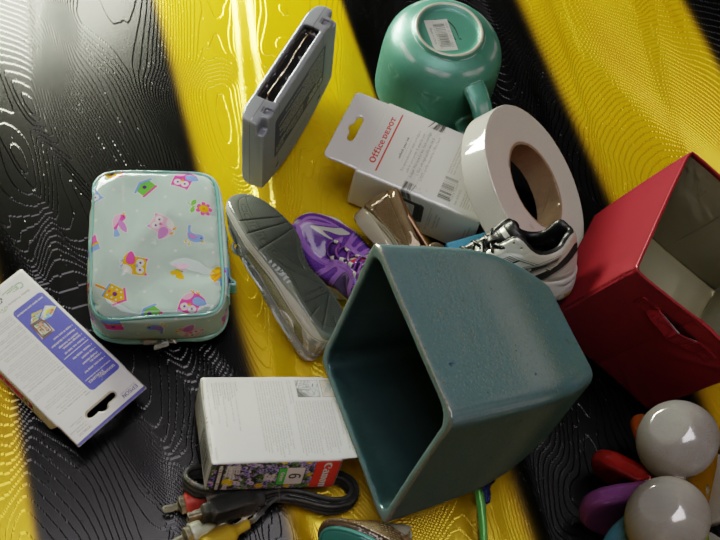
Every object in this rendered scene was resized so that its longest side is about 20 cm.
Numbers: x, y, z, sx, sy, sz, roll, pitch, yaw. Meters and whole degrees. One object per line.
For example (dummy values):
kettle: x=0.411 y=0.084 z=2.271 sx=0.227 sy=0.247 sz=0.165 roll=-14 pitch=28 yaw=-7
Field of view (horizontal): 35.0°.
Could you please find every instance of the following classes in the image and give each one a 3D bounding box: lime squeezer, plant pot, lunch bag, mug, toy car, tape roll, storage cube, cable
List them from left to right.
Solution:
lunch bag: x=-0.217 y=-0.012 z=1.252 sx=0.159 sy=0.077 sz=0.202 roll=0 pitch=60 yaw=-11
cable: x=-0.104 y=0.233 z=1.161 sx=0.198 sy=0.051 sz=0.097 roll=-7 pitch=43 yaw=-27
mug: x=0.113 y=-0.256 z=1.427 sx=0.184 sy=0.115 sz=0.153 roll=29 pitch=59 yaw=8
lime squeezer: x=0.097 y=0.202 z=1.182 sx=0.070 sy=0.038 sz=0.201 roll=-32 pitch=65 yaw=-6
plant pot: x=0.104 y=0.101 z=1.116 sx=0.198 sy=0.196 sz=0.198 roll=-5 pitch=54 yaw=-26
tape roll: x=0.190 y=-0.093 z=1.322 sx=0.202 sy=0.037 sz=0.205 roll=28 pitch=51 yaw=-41
toy car: x=0.297 y=0.236 z=1.160 sx=0.149 sy=0.175 sz=0.201 roll=-3 pitch=53 yaw=30
storage cube: x=0.337 y=0.015 z=1.243 sx=0.170 sy=0.180 sz=0.201 roll=38 pitch=58 yaw=-8

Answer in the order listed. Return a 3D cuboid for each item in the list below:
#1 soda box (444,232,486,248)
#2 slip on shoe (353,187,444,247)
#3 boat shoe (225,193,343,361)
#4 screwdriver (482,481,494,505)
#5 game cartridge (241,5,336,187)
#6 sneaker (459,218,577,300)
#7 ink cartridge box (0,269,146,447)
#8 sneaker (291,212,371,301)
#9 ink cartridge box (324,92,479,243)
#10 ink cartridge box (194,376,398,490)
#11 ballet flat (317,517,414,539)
soda box: x=0.156 y=0.059 z=1.279 sx=0.067 sy=0.064 sz=0.201 roll=-14 pitch=62 yaw=-17
slip on shoe: x=0.072 y=-0.006 z=1.279 sx=0.060 sy=0.076 sz=0.201 roll=-40 pitch=67 yaw=6
boat shoe: x=-0.093 y=0.004 z=1.260 sx=0.074 sy=0.065 sz=0.203 roll=-20 pitch=69 yaw=-51
screwdriver: x=0.128 y=0.256 z=1.180 sx=0.028 sy=0.029 sz=0.202 roll=7 pitch=58 yaw=-5
game cartridge: x=-0.086 y=-0.201 z=1.351 sx=0.041 sy=0.134 sz=0.201 roll=25 pitch=58 yaw=6
sneaker: x=0.136 y=-0.016 z=1.205 sx=0.198 sy=0.088 sz=0.076 roll=-6 pitch=35 yaw=-16
ink cartridge box: x=-0.326 y=0.094 z=1.196 sx=0.200 sy=0.037 sz=0.095 roll=39 pitch=61 yaw=17
sneaker: x=0.000 y=0.000 z=1.270 sx=0.200 sy=0.084 sz=0.081 roll=41 pitch=75 yaw=15
ink cartridge box: x=0.062 y=-0.120 z=1.366 sx=0.198 sy=0.067 sz=0.116 roll=23 pitch=58 yaw=5
ink cartridge box: x=-0.065 y=0.165 z=1.171 sx=0.198 sy=0.051 sz=0.110 roll=2 pitch=45 yaw=-18
ballet flat: x=0.053 y=0.293 z=1.133 sx=0.199 sy=0.071 sz=0.065 roll=29 pitch=34 yaw=8
